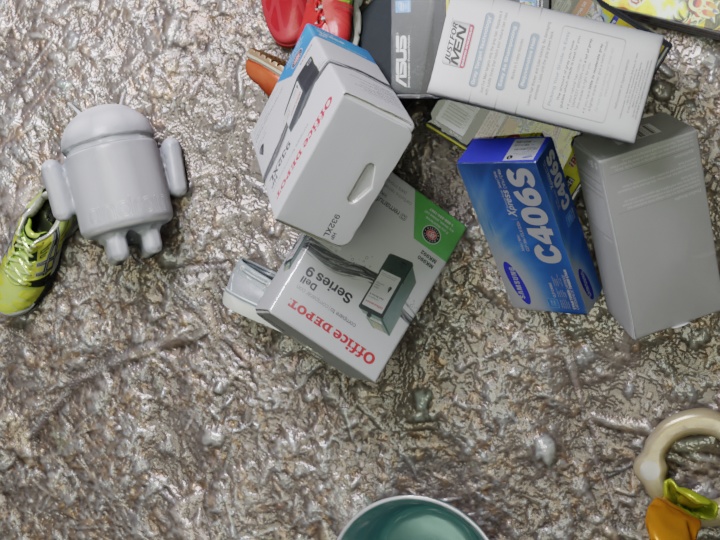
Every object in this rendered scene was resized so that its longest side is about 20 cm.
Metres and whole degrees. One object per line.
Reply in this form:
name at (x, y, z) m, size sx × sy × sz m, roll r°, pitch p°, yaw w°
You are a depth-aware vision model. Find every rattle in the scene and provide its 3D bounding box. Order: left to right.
rattle at (0.376, 0.189, 1.033) m, size 0.199 × 0.142 × 0.131 m, roll -37°, pitch 65°, yaw 19°

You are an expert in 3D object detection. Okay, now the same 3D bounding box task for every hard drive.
hard drive at (0.078, -0.285, 1.105) m, size 0.200 × 0.033 × 0.140 m, roll -42°, pitch 52°, yaw 13°

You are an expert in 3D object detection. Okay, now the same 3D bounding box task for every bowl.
bowl at (0.072, 0.341, 1.134) m, size 0.198 × 0.105 × 0.204 m, roll 1°, pitch 92°, yaw 15°

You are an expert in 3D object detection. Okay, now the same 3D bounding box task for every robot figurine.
robot figurine at (-0.291, -0.111, 1.201) m, size 0.168 × 0.113 × 0.203 m, roll -15°, pitch 90°, yaw -24°

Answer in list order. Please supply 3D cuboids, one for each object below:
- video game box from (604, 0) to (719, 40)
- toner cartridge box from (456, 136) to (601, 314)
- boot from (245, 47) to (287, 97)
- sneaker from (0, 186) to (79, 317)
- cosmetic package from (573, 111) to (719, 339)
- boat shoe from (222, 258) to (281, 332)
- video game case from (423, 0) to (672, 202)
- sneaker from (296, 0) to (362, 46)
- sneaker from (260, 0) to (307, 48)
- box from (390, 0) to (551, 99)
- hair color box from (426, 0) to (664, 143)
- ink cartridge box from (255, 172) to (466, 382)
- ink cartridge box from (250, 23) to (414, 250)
video game box at (0.359, -0.354, 1.054) m, size 0.180 × 0.047 × 0.203 m, roll 17°, pitch 97°, yaw 16°
toner cartridge box at (0.178, -0.044, 1.047) m, size 0.094 × 0.043 × 0.201 m, roll 5°, pitch 134°, yaw 40°
boot at (-0.074, -0.170, 1.165) m, size 0.200 × 0.075 × 0.108 m, roll 43°, pitch 107°, yaw 8°
sneaker at (-0.412, -0.032, 1.256) m, size 0.075 × 0.076 × 0.202 m, roll 31°, pitch 101°, yaw 9°
cosmetic package at (0.294, -0.045, 1.022) m, size 0.105 × 0.090 × 0.202 m, roll -16°, pitch 114°, yaw -2°
boat shoe at (-0.066, 0.038, 1.172) m, size 0.199 × 0.070 × 0.072 m, roll 19°, pitch 99°, yaw 14°
video game case at (0.190, -0.192, 1.040) m, size 0.179 × 0.026 × 0.201 m, roll 31°, pitch 102°, yaw 1°
sneaker at (-0.040, -0.308, 1.117) m, size 0.076 × 0.085 × 0.203 m, roll 6°, pitch 75°, yaw 27°
sneaker at (-0.097, -0.360, 1.135) m, size 0.077 × 0.115 × 0.203 m, roll -3°, pitch 92°, yaw 14°
box at (0.111, -0.272, 1.000) m, size 0.159 × 0.049 × 0.203 m, roll 3°, pitch 98°, yaw 14°
hair color box at (0.171, -0.190, 0.943) m, size 0.197 × 0.061 × 0.100 m, roll 15°, pitch 100°, yaw 9°
ink cartridge box at (0.000, 0.000, 1.092) m, size 0.145 × 0.084 × 0.201 m, roll 33°, pitch 80°, yaw -13°
ink cartridge box at (-0.036, -0.140, 1.016) m, size 0.083 × 0.201 × 0.146 m, roll 21°, pitch 114°, yaw -25°
